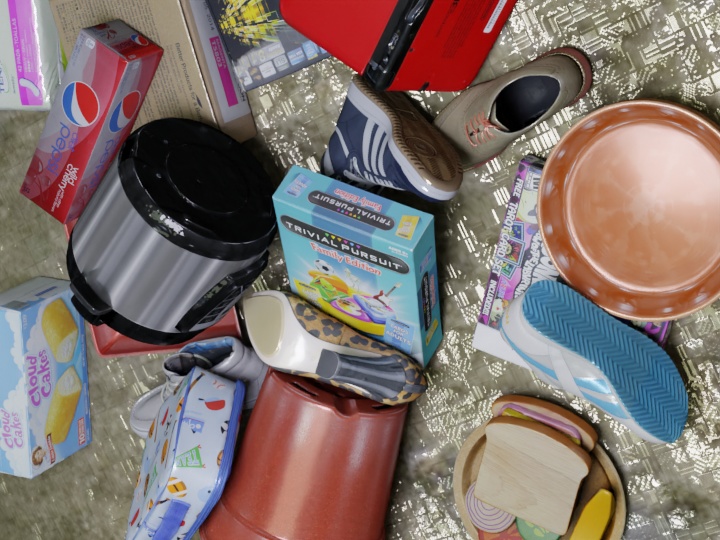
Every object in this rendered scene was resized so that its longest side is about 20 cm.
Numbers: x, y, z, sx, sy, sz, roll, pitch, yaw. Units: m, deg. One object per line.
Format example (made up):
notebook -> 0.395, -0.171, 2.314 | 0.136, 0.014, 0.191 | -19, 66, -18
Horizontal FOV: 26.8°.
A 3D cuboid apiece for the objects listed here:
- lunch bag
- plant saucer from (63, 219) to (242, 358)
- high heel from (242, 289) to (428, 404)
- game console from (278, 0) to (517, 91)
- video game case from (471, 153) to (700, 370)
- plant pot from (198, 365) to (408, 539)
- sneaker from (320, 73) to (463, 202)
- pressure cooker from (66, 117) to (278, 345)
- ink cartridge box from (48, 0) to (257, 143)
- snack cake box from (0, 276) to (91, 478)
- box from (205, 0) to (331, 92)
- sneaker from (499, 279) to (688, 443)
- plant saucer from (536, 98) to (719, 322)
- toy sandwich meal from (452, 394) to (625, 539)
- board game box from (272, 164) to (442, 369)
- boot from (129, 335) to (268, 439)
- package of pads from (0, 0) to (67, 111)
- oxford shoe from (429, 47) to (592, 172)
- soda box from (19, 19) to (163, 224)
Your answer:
lunch bag -> -0.182, 0.207, 1.555 | 0.075, 0.161, 0.200 | 17, 138, -13
plant saucer -> -0.224, -0.010, 1.654 | 0.198, 0.037, 0.201 | -6, 103, 29
high heel -> -0.027, 0.079, 1.527 | 0.200, 0.142, 0.072 | 32, 101, 48
game console -> 0.050, -0.275, 1.372 | 0.119, 0.171, 0.201 | 57, 134, 33
video game case -> 0.212, 0.013, 1.436 | 0.180, 0.036, 0.202 | 22, 114, 18
plant pot -> -0.047, 0.201, 1.549 | 0.199, 0.200, 0.197 | 21, 107, 20
sneaker -> 0.025, -0.094, 1.435 | 0.109, 0.070, 0.200 | -63, 36, 24
pressure cooker -> -0.191, -0.028, 1.488 | 0.175, 0.180, 0.200 | 17, 132, -28
ink cartridge box -> -0.213, -0.209, 1.562 | 0.164, 0.075, 0.202 | -10, 101, 28
snack cake box -> -0.371, 0.120, 1.724 | 0.067, 0.115, 0.202 | 8, 110, 24
box -> -0.059, -0.284, 1.475 | 0.199, 0.049, 0.162 | -17, 100, 29
sneaker -> 0.218, 0.088, 1.400 | 0.200, 0.077, 0.081 | 40, 154, -4
plant saucer -> 0.256, -0.054, 1.355 | 0.199, 0.032, 0.202 | 7, 107, 23
toy sandwich meal -> 0.172, 0.227, 1.504 | 0.204, 0.070, 0.207 | 8, 109, 25
board game box -> 0.000, 0.000, 1.475 | 0.150, 0.047, 0.201 | 21, 149, 20
boot -> -0.189, 0.120, 1.633 | 0.199, 0.074, 0.096 | -21, 139, 24
package of pads -> -0.391, -0.274, 1.638 | 0.153, 0.068, 0.202 | 4, 107, 26
oxford shoe -> 0.119, -0.143, 1.411 | 0.199, 0.075, 0.071 | -34, 90, 32
soda box -> -0.273, -0.149, 1.529 | 0.063, 0.070, 0.201 | 34, 119, 12
